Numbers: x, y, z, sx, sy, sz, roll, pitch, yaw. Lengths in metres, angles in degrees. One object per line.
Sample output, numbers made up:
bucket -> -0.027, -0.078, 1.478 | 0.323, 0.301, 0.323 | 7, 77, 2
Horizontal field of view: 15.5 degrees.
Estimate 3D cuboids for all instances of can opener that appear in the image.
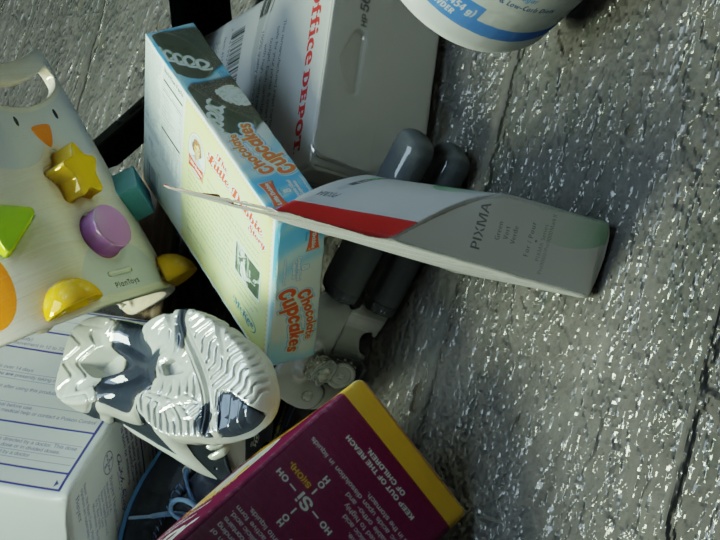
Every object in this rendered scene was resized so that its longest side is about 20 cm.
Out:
can opener -> 0.000, 0.000, 1.630 | 0.201, 0.052, 0.067 | -61, 28, 23

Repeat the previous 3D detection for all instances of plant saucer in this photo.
plant saucer -> -0.142, -0.021, 1.853 | 0.200, 0.029, 0.202 | -171, 90, -87

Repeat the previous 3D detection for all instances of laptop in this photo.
laptop -> -0.158, -0.170, 1.862 | 0.200, 0.116, 0.187 | -40, -1, 12

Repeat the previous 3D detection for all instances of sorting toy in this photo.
sorting toy -> -0.206, -0.051, 1.672 | 0.106, 0.200, 0.181 | -25, 86, 35

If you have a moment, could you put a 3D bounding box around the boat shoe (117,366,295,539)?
boat shoe -> -0.099, 0.139, 1.697 | 0.068, 0.084, 0.201 | 4, 71, 49

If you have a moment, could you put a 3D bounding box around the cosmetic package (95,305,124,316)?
cosmetic package -> -0.221, 0.047, 1.921 | 0.101, 0.074, 0.202 | -17, 63, 59

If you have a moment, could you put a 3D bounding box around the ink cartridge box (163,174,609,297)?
ink cartridge box -> 0.013, -0.035, 1.461 | 0.161, 0.199, 0.050 | 12, 85, 63

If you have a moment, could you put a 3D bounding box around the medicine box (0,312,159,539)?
medicine box -> -0.231, 0.116, 1.736 | 0.200, 0.181, 0.104 | -60, -28, -52

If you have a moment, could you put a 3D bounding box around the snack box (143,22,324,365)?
snack box -> -0.081, -0.049, 1.631 | 0.200, 0.037, 0.117 | 55, 150, 42

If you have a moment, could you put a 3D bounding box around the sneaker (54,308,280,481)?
sneaker -> -0.083, 0.081, 1.608 | 0.198, 0.129, 0.080 | -4, 68, 49

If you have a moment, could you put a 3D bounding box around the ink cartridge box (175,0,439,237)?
ink cartridge box -> -0.035, -0.102, 1.720 | 0.200, 0.084, 0.147 | -21, 58, 58

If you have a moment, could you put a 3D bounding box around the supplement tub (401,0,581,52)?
supplement tub -> 0.107, -0.223, 1.465 | 0.200, 0.131, 0.133 | -42, 40, 47

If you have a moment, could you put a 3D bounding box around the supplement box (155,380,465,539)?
supplement box -> -0.059, 0.171, 1.476 | 0.200, 0.103, 0.131 | -40, 2, -39
